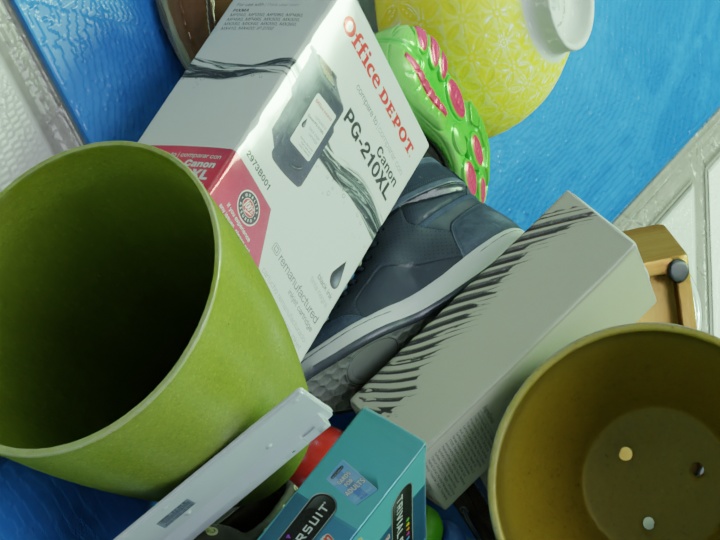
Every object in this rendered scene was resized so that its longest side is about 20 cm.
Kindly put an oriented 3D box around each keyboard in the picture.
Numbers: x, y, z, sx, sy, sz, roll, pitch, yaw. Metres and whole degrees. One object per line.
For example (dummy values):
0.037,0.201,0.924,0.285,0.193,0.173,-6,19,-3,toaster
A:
-0.100,0.135,1.340,0.011,0.200,0.056,52,4,30,keyboard

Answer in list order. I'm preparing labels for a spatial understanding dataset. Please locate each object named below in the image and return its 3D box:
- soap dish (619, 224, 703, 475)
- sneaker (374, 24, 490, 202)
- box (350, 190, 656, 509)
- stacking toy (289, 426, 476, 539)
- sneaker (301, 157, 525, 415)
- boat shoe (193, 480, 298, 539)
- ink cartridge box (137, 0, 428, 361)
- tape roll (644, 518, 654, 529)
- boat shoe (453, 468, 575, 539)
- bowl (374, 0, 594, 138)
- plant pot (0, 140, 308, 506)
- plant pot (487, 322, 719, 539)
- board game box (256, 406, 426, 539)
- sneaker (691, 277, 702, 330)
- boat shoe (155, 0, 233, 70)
0.165,0.080,1.670,0.156,0.081,0.201,-11,96,-24,soap dish
0.035,-0.091,1.673,0.201,0.083,0.077,64,34,-39,sneaker
0.093,0.051,1.543,0.200,0.068,0.082,-43,148,-10,box
0.025,0.173,1.562,0.200,0.085,0.086,48,45,-22,stacking toy
0.000,0.001,1.586,0.202,0.146,0.077,-31,148,-23,sneaker
-0.089,0.177,1.425,0.201,0.072,0.061,-23,92,-58,boat shoe
-0.054,-0.063,1.497,0.201,0.084,0.145,-59,137,-33,ink cartridge box
0.213,0.225,1.671,0.202,0.202,0.071,-35,103,-50,tape roll
0.064,0.111,1.626,0.072,0.072,0.201,-10,65,-46,boat shoe
0.104,-0.192,1.729,0.200,0.107,0.202,13,75,-59,bowl
-0.114,0.056,1.375,0.200,0.186,0.188,45,44,-52,plant pot
0.186,0.137,1.534,0.142,0.199,0.201,26,51,-80,plant pot
-0.035,0.198,1.391,0.200,0.047,0.151,-50,157,-28,board game box
0.209,0.064,1.829,0.081,0.074,0.201,24,58,-40,sneaker
-0.090,-0.207,1.561,0.076,0.072,0.201,-6,81,-51,boat shoe
